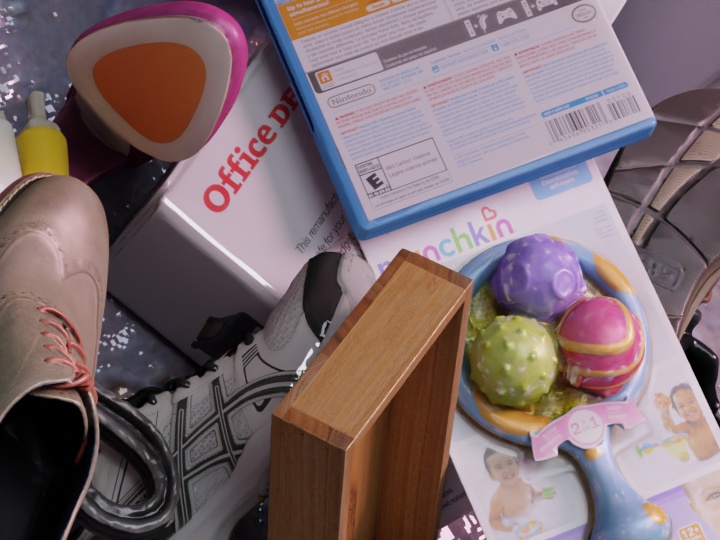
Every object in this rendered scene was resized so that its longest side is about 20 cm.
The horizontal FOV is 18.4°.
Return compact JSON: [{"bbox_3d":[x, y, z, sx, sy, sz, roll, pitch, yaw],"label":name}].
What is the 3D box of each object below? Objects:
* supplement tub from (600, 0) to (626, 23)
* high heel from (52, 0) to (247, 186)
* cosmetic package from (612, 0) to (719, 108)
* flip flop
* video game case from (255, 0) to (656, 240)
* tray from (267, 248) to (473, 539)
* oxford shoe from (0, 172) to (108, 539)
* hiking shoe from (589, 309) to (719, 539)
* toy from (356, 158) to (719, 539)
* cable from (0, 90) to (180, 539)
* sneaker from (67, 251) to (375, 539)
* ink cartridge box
[{"bbox_3d":[0.034,-0.185,1.102,0.199,0.132,0.133,32,55,-11],"label":"supplement tub"},{"bbox_3d":[-0.078,-0.085,0.945,0.067,0.200,0.096,46,59,-3],"label":"high heel"},{"bbox_3d":[0.243,-0.186,1.203,0.199,0.166,0.168,-6,69,-33],"label":"cosmetic package"},{"bbox_3d":[0.134,-0.002,1.017,0.081,0.058,0.201,30,69,8],"label":"flip flop"},{"bbox_3d":[0.027,-0.126,0.988,0.142,0.018,0.201,-20,73,-11],"label":"video game case"},{"bbox_3d":[-0.001,0.095,0.905,0.037,0.201,0.099,25,51,17],"label":"tray"},{"bbox_3d":[-0.114,0.043,0.801,0.070,0.075,0.201,34,48,-34],"label":"oxford shoe"},{"bbox_3d":[0.147,0.125,1.041,0.074,0.087,0.201,-2,68,-31],"label":"hiking shoe"},{"bbox_3d":[0.087,0.041,0.941,0.114,0.047,0.201,-19,77,-14],"label":"toy"},{"bbox_3d":[-0.137,0.016,0.874,0.097,0.050,0.201,-11,61,-31],"label":"cable"},{"bbox_3d":[-0.070,0.068,0.909,0.087,0.076,0.201,33,86,2],"label":"sneaker"},{"bbox_3d":[0.000,0.000,1.019,0.200,0.084,0.145,40,53,-9],"label":"ink cartridge box"}]
